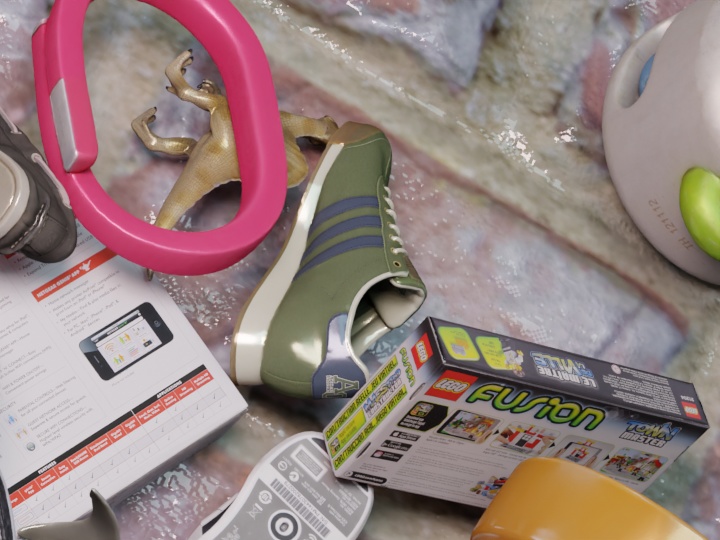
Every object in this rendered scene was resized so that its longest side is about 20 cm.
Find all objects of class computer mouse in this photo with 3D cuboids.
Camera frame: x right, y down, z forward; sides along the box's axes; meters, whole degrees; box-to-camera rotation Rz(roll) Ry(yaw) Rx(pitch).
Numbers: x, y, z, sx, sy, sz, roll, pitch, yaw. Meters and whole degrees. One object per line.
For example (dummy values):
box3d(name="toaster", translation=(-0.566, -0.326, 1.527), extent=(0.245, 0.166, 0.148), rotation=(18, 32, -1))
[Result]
box3d(name="computer mouse", translation=(-0.068, 0.174, 1.639), extent=(0.110, 0.044, 0.200), rotation=(45, 62, 1))

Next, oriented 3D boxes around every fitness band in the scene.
box3d(name="fitness band", translation=(-0.113, -0.089, 1.661), extent=(0.143, 0.037, 0.200), rotation=(10, 55, -31))

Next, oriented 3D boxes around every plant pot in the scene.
box3d(name="plant pot", translation=(0.117, 0.236, 1.617), extent=(0.200, 0.200, 0.183), rotation=(39, 73, -4))

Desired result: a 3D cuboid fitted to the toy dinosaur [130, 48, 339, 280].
box3d(name="toy dinosaur", translation=(-0.081, -0.075, 1.717), extent=(0.101, 0.058, 0.200), rotation=(40, 42, 16))

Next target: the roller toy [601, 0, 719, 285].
box3d(name="roller toy", translation=(0.252, -0.087, 1.840), extent=(0.200, 0.140, 0.183), rotation=(-4, 76, -34))

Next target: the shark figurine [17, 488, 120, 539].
box3d(name="shark figurine", translation=(-0.135, 0.232, 1.532), extent=(0.128, 0.089, 0.215), rotation=(21, 80, -20))

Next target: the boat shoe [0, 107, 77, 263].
box3d(name="boat shoe", translation=(-0.220, -0.063, 1.636), extent=(0.057, 0.067, 0.200), rotation=(35, 8, -44))

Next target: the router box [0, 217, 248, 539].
box3d(name="router box", translation=(-0.192, 0.059, 1.630), extent=(0.200, 0.049, 0.180), rotation=(-32, 83, -32))

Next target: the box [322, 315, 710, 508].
box3d(name="box", translation=(0.091, 0.091, 1.677), extent=(0.200, 0.110, 0.035), rotation=(15, 42, -34))

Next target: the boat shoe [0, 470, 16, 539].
box3d(name="boat shoe", translation=(-0.206, 0.159, 1.491), extent=(0.072, 0.068, 0.200), rotation=(22, 45, -18))

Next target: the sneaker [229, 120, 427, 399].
box3d(name="sneaker", translation=(0.000, 0.000, 1.707), extent=(0.090, 0.067, 0.200), rotation=(14, 51, 16))
